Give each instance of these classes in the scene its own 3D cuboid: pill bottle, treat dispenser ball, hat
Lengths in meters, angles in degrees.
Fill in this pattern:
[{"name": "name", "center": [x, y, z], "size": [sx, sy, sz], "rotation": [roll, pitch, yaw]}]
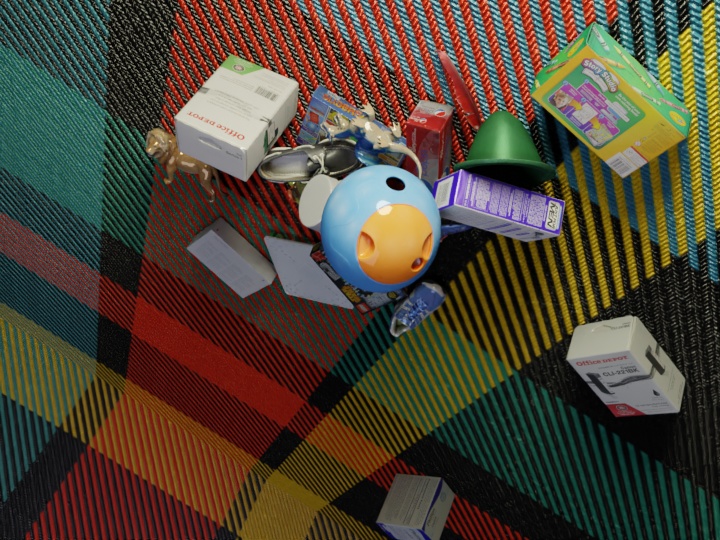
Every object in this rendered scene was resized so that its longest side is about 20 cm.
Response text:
[{"name": "pill bottle", "center": [-0.011, -0.097, 1.298], "size": [0.197, 0.117, 0.113], "rotation": [18, 157, -40]}, {"name": "treat dispenser ball", "center": [0.033, -0.067, 1.140], "size": [0.197, 0.203, 0.203], "rotation": [19, 144, 14]}, {"name": "hat", "center": [0.229, -0.243, 1.126], "size": [0.163, 0.181, 0.199], "rotation": [0, 174, 32]}]

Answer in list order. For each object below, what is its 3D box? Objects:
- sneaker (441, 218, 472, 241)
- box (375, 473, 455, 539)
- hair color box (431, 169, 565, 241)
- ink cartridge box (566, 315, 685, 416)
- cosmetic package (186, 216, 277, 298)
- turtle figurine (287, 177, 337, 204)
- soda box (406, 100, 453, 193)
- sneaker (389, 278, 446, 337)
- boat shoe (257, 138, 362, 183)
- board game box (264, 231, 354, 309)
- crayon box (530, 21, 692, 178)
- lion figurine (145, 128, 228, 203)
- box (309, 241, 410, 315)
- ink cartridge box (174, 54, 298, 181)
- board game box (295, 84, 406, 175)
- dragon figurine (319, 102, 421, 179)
[{"name": "sneaker", "center": [0.145, -0.088, 1.344], "size": [0.198, 0.076, 0.078], "rotation": [-3, 144, 49]}, {"name": "box", "center": [0.180, 0.771, 2.274], "size": [0.197, 0.186, 0.105], "rotation": [-10, 129, 43]}, {"name": "hair color box", "center": [0.226, -0.105, 1.172], "size": [0.196, 0.066, 0.109], "rotation": [16, 173, -16]}, {"name": "ink cartridge box", "center": [0.526, 0.194, 1.394], "size": [0.200, 0.085, 0.143], "rotation": [46, 143, -21]}, {"name": "cosmetic package", "center": [-0.321, -0.028, 1.760], "size": [0.200, 0.052, 0.150], "rotation": [44, 145, -19]}, {"name": "turtle figurine", "center": [-0.110, -0.171, 1.387], "size": [0.200, 0.064, 0.161], "rotation": [44, 153, 0]}, {"name": "soda box", "center": [0.119, -0.191, 1.222], "size": [0.062, 0.071, 0.202], "rotation": [18, 144, 19]}, {"name": "sneaker", "center": [0.126, 0.088, 1.558], "size": [0.075, 0.078, 0.200], "rotation": [33, 144, -4]}, {"name": "boat shoe", "center": [-0.091, -0.195, 1.267], "size": [0.195, 0.061, 0.076], "rotation": [0, 114, 9]}, {"name": "board game box", "center": [-0.116, -0.001, 1.668], "size": [0.196, 0.026, 0.202], "rotation": [12, 141, 25]}, {"name": "crayon box", "center": [0.356, -0.238, 1.002], "size": [0.199, 0.059, 0.119], "rotation": [38, 144, -11]}, {"name": "lion figurine", "center": [-0.376, -0.234, 1.542], "size": [0.196, 0.073, 0.124], "rotation": [17, 136, -7]}, {"name": "box", "center": [0.000, 0.000, 1.546], "size": [0.135, 0.040, 0.201], "rotation": [-24, 120, 33]}, {"name": "ink cartridge box", "center": [-0.217, -0.273, 1.247], "size": [0.144, 0.202, 0.085], "rotation": [24, 145, 8]}, {"name": "board game box", "center": [-0.016, -0.235, 1.294], "size": [0.198, 0.035, 0.136], "rotation": [32, 146, -2]}, {"name": "dragon figurine", "center": [0.024, -0.216, 1.194], "size": [0.198, 0.059, 0.100], "rotation": [33, 159, 1]}]
